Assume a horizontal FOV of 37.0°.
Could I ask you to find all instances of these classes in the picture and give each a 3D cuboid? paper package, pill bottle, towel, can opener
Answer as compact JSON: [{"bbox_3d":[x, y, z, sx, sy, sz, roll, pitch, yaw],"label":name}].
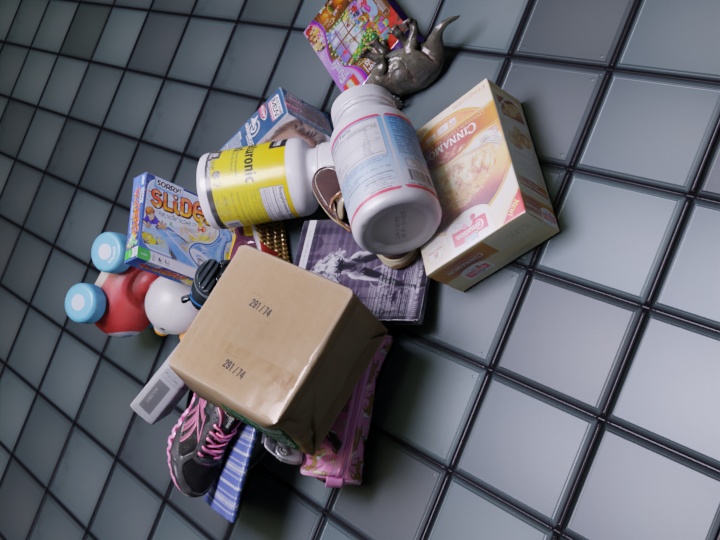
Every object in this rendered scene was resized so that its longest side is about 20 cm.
[{"bbox_3d":[-0.101,0.092,1.293,0.199,0.104,0.191,21,73,36],"label":"paper package"},{"bbox_3d":[0.023,-0.126,1.299,0.109,0.108,0.201,-38,48,29],"label":"pill bottle"},{"bbox_3d":[-0.156,0.220,1.419,0.145,0.024,0.201,176,110,-70],"label":"towel"},{"bbox_3d":[-0.085,0.166,1.379,0.067,0.053,0.201,-55,17,30],"label":"can opener"},{"bbox_3d":[-0.121,-0.125,1.516,0.198,0.111,0.112,-8,63,11],"label":"pill bottle"}]

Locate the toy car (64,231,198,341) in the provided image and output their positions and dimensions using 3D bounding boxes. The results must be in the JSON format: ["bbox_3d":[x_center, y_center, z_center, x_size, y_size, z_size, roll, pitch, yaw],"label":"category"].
[{"bbox_3d":[-0.311,0.054,1.663,0.200,0.184,0.178,35,100,25],"label":"toy car"}]

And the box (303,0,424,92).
[{"bbox_3d":[0.001,-0.345,1.581,0.137,0.039,0.200,-49,44,20],"label":"box"}]

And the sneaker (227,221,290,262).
[{"bbox_3d":[-0.150,0.006,1.571,0.090,0.075,0.201,-40,41,39],"label":"sneaker"}]

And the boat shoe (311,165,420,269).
[{"bbox_3d":[-0.003,-0.083,1.379,0.072,0.072,0.200,-42,54,0],"label":"boat shoe"}]

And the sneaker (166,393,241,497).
[{"bbox_3d":[-0.190,0.201,1.400,0.095,0.079,0.201,11,85,59],"label":"sneaker"}]

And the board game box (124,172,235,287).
[{"bbox_3d":[-0.253,-0.047,1.597,0.034,0.199,0.136,-19,60,40],"label":"board game box"}]

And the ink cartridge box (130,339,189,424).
[{"bbox_3d":[-0.231,0.128,1.546,0.057,0.200,0.163,41,103,9],"label":"ink cartridge box"}]

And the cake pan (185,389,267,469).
[{"bbox_3d":[-0.185,0.192,1.543,0.200,0.037,0.202,-22,57,39],"label":"cake pan"}]

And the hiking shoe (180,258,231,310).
[{"bbox_3d":[-0.135,0.034,1.456,0.087,0.199,0.075,136,145,-56],"label":"hiking shoe"}]

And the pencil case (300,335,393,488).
[{"bbox_3d":[-0.017,0.169,1.341,0.082,0.086,0.201,8,79,26],"label":"pencil case"}]

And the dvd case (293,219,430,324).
[{"bbox_3d":[0.000,0.000,1.388,0.199,0.016,0.150,-1,63,27],"label":"dvd case"}]

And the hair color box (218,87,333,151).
[{"bbox_3d":[-0.143,-0.170,1.610,0.200,0.100,0.061,-41,46,27],"label":"hair color box"}]

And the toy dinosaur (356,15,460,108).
[{"bbox_3d":[0.063,-0.281,1.465,0.199,0.103,0.077,-32,16,19],"label":"toy dinosaur"}]

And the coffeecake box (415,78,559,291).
[{"bbox_3d":[0.138,-0.102,1.302,0.153,0.073,0.201,-34,51,32],"label":"coffeecake box"}]
